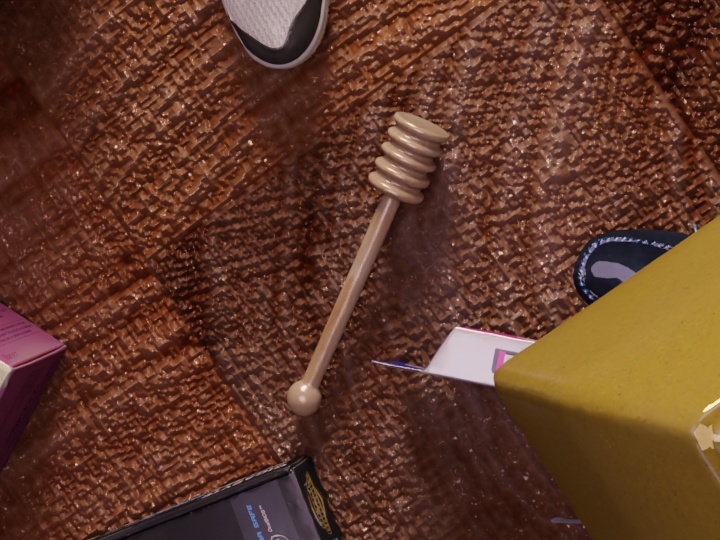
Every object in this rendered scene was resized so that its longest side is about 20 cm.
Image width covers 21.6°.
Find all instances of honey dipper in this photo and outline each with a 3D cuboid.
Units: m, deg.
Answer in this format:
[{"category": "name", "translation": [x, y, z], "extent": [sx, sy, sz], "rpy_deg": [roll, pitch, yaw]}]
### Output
[{"category": "honey dipper", "translation": [0.000, 0.000, 1.168], "extent": [0.038, 0.038, 0.202], "rpy_deg": [26, 105, 9]}]

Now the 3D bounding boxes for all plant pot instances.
[{"category": "plant pot", "translation": [0.211, 0.085, 0.951], "extent": [0.193, 0.200, 0.197], "rpy_deg": [-33, 93, -6]}]

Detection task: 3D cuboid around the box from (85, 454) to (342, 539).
[{"category": "box", "translation": [-0.089, 0.246, 1.206], "extent": [0.197, 0.050, 0.202], "rpy_deg": [-21, 91, 13]}]

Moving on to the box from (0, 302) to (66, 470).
[{"category": "box", "translation": [-0.324, 0.078, 1.215], "extent": [0.199, 0.097, 0.177], "rpy_deg": [31, 102, 7]}]

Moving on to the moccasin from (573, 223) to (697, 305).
[{"category": "moccasin", "translation": [0.220, 0.024, 1.100], "extent": [0.198, 0.068, 0.081], "rpy_deg": [18, 99, 10]}]

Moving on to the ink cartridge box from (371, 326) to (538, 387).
[{"category": "ink cartridge box", "translation": [0.111, 0.060, 1.114], "extent": [0.198, 0.095, 0.038], "rpy_deg": [8, 88, 11]}]

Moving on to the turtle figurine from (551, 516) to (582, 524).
[{"category": "turtle figurine", "translation": [0.177, 0.211, 1.114], "extent": [0.198, 0.151, 0.101], "rpy_deg": [0, 134, 9]}]

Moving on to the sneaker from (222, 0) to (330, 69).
[{"category": "sneaker", "translation": [-0.064, -0.221, 1.129], "extent": [0.075, 0.088, 0.202], "rpy_deg": [-5, 97, 11]}]
